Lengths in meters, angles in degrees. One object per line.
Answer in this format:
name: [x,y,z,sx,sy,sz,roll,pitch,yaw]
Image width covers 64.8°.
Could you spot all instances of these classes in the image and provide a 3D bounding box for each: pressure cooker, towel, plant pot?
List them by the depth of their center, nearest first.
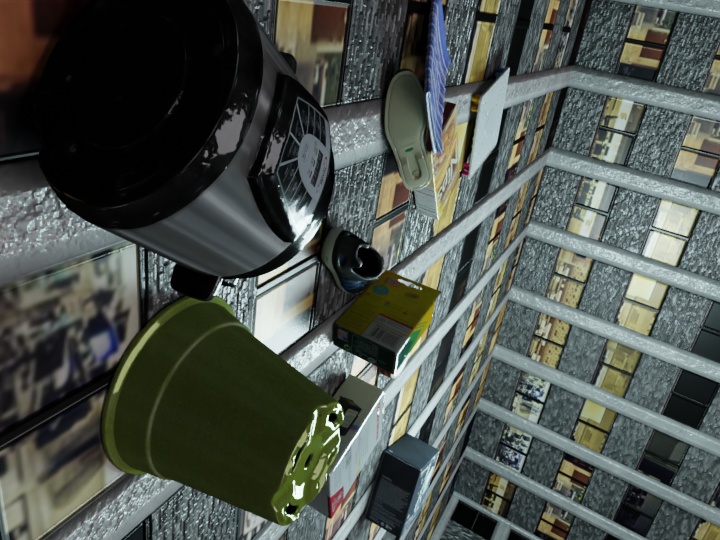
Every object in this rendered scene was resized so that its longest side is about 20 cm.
pressure cooker: [-0.110,-0.092,0.430,0.172,0.183,0.200,-30,158,8]
plant pot: [-0.122,0.155,0.581,0.201,0.185,0.205,-48,150,-40]
towel: [0.123,-0.312,0.902,0.146,0.023,0.207,63,30,-60]

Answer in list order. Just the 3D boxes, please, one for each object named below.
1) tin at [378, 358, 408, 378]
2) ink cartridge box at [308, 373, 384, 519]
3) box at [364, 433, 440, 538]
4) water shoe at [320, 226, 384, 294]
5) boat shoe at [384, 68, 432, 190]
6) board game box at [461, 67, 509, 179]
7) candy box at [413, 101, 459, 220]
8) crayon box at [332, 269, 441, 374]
tin: [0.100,0.148,1.297,0.205,0.041,0.113,-63,153,-17]
ink cartridge box: [-0.036,0.322,1.056,0.201,0.080,0.150,-49,149,-42]
box: [0.121,0.601,1.610,0.199,0.120,0.204,1,106,-67]
water shoe: [0.000,0.000,0.881,0.074,0.077,0.200,-66,158,-7]
boat shoe: [0.073,-0.228,0.909,0.069,0.069,0.204,-98,175,-46]
board game box: [0.299,-0.355,1.362,0.201,0.025,0.205,-50,150,-42]
candy box: [0.142,-0.206,1.075,0.118,0.054,0.202,-61,156,-22]
crayon box: [0.052,0.084,1.011,0.200,0.124,0.052,-43,147,-47]
